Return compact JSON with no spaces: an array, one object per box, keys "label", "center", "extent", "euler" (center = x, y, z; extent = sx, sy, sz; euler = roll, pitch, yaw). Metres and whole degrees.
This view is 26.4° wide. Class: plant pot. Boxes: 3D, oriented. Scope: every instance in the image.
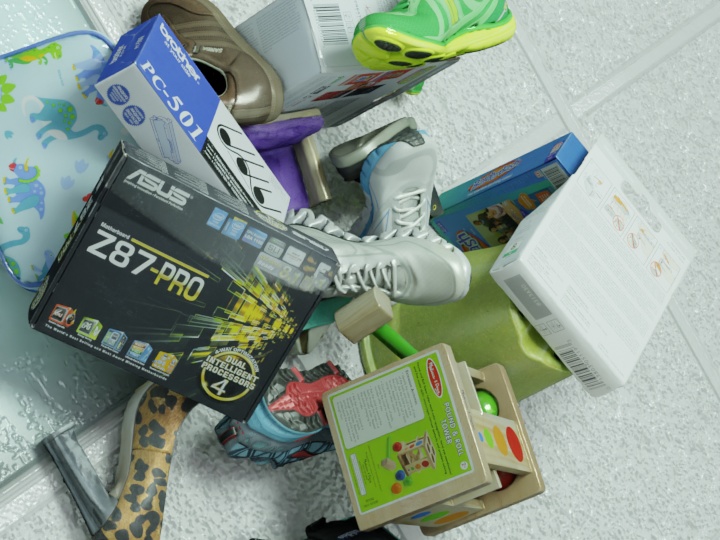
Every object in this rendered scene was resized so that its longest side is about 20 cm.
[{"label":"plant pot","center":[0.131,0.053,1.487],"extent":[0.200,0.184,0.201],"euler":[13,68,-34]}]

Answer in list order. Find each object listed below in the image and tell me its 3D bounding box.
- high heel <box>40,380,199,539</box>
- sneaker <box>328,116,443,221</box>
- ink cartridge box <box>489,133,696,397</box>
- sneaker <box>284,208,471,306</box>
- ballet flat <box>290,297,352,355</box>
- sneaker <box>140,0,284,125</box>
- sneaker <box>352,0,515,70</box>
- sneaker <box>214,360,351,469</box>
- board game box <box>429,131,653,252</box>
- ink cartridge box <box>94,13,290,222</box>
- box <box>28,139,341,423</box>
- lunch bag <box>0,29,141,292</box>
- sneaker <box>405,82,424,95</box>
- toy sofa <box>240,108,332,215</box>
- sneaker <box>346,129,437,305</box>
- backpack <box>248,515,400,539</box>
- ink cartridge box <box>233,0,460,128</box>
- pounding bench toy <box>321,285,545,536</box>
[{"label":"high heel","center":[-0.152,0.159,1.297],"extent":[0.200,0.071,0.143],"euler":[-29,87,-24]},{"label":"sneaker","center":[0.036,-0.088,1.490],"extent":[0.106,0.075,0.200],"euler":[67,19,-4]},{"label":"ink cartridge box","center":[0.220,-0.007,1.431],"extent":[0.161,0.050,0.200],"euler":[49,48,-15]},{"label":"sneaker","center":[0.000,0.000,1.372],"extent":[0.081,0.199,0.075],"euler":[-42,137,-59]},{"label":"ballet flat","center":[-0.077,0.051,1.413],"extent":[0.200,0.067,0.071],"euler":[-16,109,-40]},{"label":"sneaker","center":[-0.151,-0.193,1.364],"extent":[0.075,0.071,0.200],"euler":[-13,39,-40]},{"label":"sneaker","center":[0.056,-0.221,1.322],"extent":[0.200,0.074,0.084],"euler":[-22,98,-50]},{"label":"sneaker","center":[-0.062,0.134,1.383],"extent":[0.200,0.095,0.079],"euler":[15,46,-60]},{"label":"board game box","center":[0.182,-0.041,1.549],"extent":[0.152,0.200,0.045],"euler":[48,51,-16]},{"label":"ink cartridge box","center":[-0.134,-0.103,1.260],"extent":[0.200,0.044,0.094],"euler":[55,24,-25]},{"label":"box","center":[-0.140,0.012,1.226],"extent":[0.200,0.049,0.161],"euler":[28,101,-19]},{"label":"lunch bag","center":[-0.240,-0.089,1.273],"extent":[0.160,0.082,0.200],"euler":[-21,85,-5]},{"label":"sneaker","center":[0.038,-0.281,1.593],"extent":[0.074,0.083,0.201],"euler":[3,74,-38]},{"label":"toy sofa","center":[-0.118,-0.085,1.396],"extent":[0.200,0.098,0.083],"euler":[-12,82,-41]},{"label":"sneaker","center":[0.041,-0.044,1.418],"extent":[0.075,0.200,0.087],"euler":[-15,55,-22]},{"label":"backpack","center":[0.001,0.306,1.289],"extent":[0.175,0.200,0.154],"euler":[-8,101,-40]},{"label":"ink cartridge box","center":[-0.037,-0.194,1.428],"extent":[0.175,0.200,0.084],"euler":[-10,83,-40]},{"label":"pounding bench toy","center":[0.059,0.120,1.364],"extent":[0.156,0.124,0.200],"euler":[21,48,-61]}]
